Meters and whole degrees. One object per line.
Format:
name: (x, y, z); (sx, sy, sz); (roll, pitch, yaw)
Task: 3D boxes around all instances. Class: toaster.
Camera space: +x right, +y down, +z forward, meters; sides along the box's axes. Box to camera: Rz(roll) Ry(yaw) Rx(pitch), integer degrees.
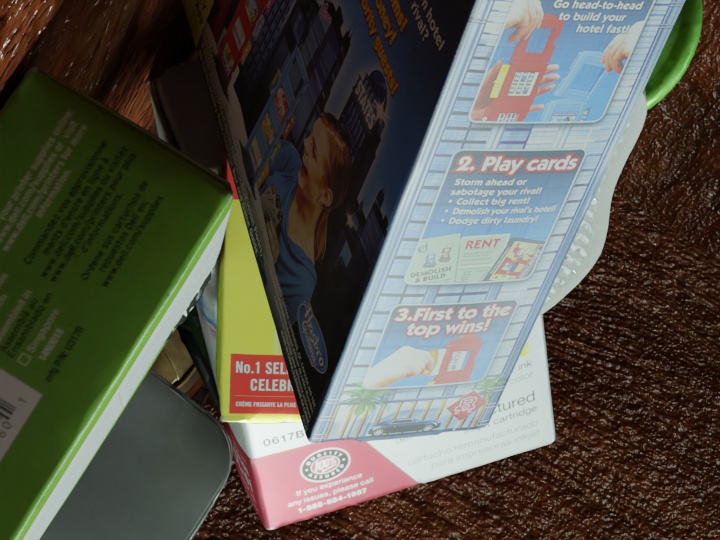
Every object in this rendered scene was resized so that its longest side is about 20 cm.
toaster: (-0.151, 0.132, 0.919); (0.200, 0.119, 0.181); (-58, 179, -15)

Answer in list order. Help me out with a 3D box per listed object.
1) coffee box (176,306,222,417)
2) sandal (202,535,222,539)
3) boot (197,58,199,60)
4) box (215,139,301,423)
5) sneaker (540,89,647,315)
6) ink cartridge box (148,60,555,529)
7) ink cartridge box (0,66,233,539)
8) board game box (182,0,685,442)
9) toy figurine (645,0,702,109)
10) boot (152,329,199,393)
coffee box: (-0.078, 0.017, 1.020); (0.044, 0.123, 0.200); (-26, 179, -3)
sandal: (-0.079, 0.161, 0.951); (0.075, 0.048, 0.200); (-57, 167, -14)
boot: (-0.001, -0.167, 0.837); (0.187, 0.064, 0.200); (-59, 178, -40)
box: (-0.018, -0.041, 0.726); (0.050, 0.075, 0.200); (-104, -164, -66)
sneaker: (0.057, -0.046, 0.735); (0.200, 0.078, 0.080); (112, -32, -57)
ink cartridge box: (0.000, 0.000, 0.844); (0.086, 0.147, 0.200); (-116, -168, -51)
ink cartridge box: (-0.115, 0.031, 0.660); (0.148, 0.076, 0.200); (-58, -178, -10)
board game box: (0.019, -0.088, 0.522); (0.200, 0.062, 0.200); (-56, -136, 50)
toy figurine: (0.065, -0.173, 0.726); (0.184, 0.150, 0.200); (16, 88, -51)
boot: (-0.131, 0.036, 1.266); (0.074, 0.076, 0.200); (11, -135, 47)
